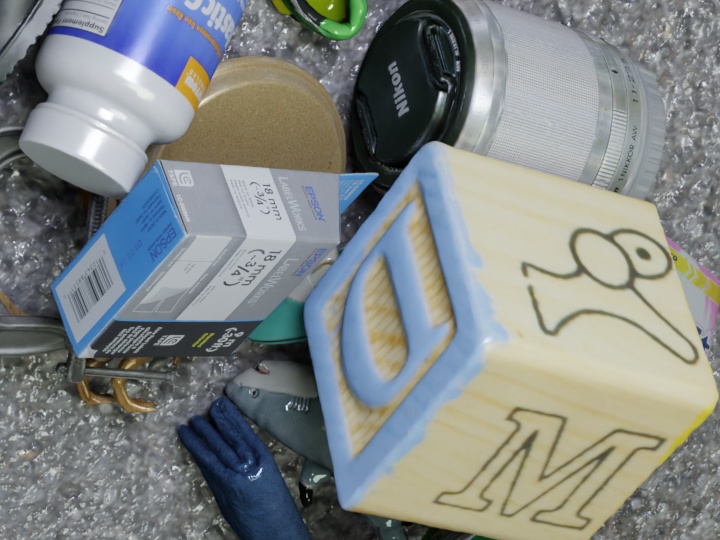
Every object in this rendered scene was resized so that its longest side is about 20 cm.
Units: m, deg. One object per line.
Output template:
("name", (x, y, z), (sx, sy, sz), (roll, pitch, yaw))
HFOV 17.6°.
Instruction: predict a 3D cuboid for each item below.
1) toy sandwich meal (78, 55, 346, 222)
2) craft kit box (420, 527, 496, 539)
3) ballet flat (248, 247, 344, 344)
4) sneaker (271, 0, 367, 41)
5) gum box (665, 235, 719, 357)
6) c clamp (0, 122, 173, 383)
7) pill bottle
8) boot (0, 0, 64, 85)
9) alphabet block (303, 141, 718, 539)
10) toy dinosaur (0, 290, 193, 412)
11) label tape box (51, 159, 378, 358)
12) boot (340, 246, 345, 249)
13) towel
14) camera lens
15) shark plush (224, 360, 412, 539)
("toy sandwich meal", (-0.104, -0.067, 1.680), (0.204, 0.070, 0.206), (-16, 121, -27))
("craft kit box", (0.097, 0.205, 1.828), (0.200, 0.049, 0.197), (-43, 178, 39))
("ballet flat", (0.000, 0.000, 1.739), (0.199, 0.068, 0.071), (-12, 136, 0))
("sneaker", (-0.044, -0.246, 1.608), (0.078, 0.085, 0.200), (-37, 127, -9))
("gum box", (0.217, 0.031, 1.875), (0.200, 0.066, 0.114), (33, 68, -49))
("c clamp", (-0.210, -0.010, 1.609), (0.170, 0.027, 0.201), (-3, 116, -16))
("pill bottle", (-0.146, -0.153, 1.540), (0.112, 0.112, 0.201), (34, 73, -38))
("boot", (-0.254, -0.219, 1.476), (0.162, 0.073, 0.199), (35, 96, -18))
("alphabet block", (0.100, 0.057, 1.631), (0.199, 0.196, 0.197), (14, 135, -28))
("toy dinosaur", (-0.188, 0.049, 1.704), (0.199, 0.060, 0.107), (-7, 105, -33))
("label tape box", (-0.087, -0.005, 1.580), (0.199, 0.064, 0.144), (1, 145, -43))
("boot", (0.043, 0.070, 1.816), (0.073, 0.096, 0.200), (-38, 125, -8))
("towel", (-0.073, 0.200, 1.805), (0.048, 0.112, 0.201), (-31, 127, -12))
("camera lens", (0.105, -0.111, 1.719), (0.199, 0.160, 0.161), (13, 107, -35))
("shark plush", (-0.019, 0.151, 1.786), (0.083, 0.091, 0.201), (-30, 87, -16))
